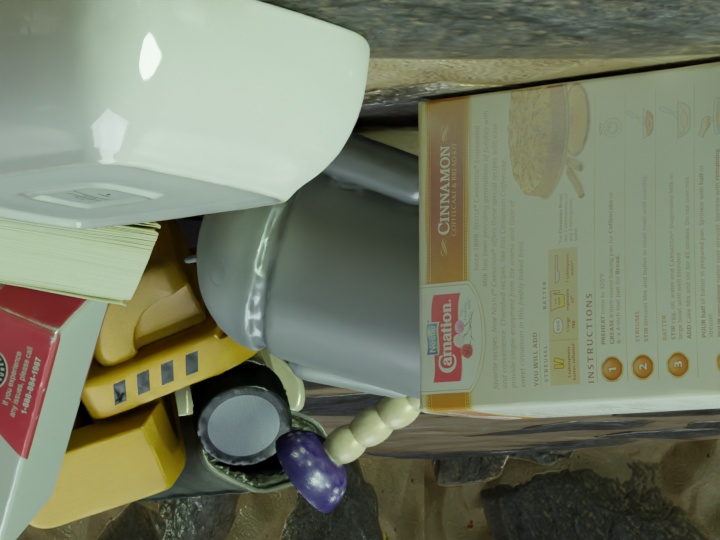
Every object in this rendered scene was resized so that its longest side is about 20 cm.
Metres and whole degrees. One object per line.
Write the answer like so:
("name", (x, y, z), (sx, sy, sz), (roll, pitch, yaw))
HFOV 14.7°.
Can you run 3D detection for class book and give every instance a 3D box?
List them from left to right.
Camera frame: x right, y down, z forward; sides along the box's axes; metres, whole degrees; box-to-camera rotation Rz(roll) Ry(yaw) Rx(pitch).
("book", (-0.208, -0.041, 1.310), (0.134, 0.048, 0.200), (31, -167, 33))

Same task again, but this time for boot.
("boot", (-0.144, 0.122, 1.751), (0.182, 0.073, 0.200), (-12, -172, -34))

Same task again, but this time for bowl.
("bowl", (-0.115, -0.066, 1.191), (0.200, 0.075, 0.200), (-6, 169, 34))

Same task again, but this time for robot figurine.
("robot figurine", (0.000, 0.000, 1.462), (0.200, 0.170, 0.113), (16, -141, 11))

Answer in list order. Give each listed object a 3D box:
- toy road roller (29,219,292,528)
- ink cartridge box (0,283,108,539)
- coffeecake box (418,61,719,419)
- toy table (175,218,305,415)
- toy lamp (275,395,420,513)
("toy road roller", (-0.143, 0.045, 1.642), (0.200, 0.146, 0.123), (-21, -148, 3))
("ink cartridge box", (-0.242, 0.037, 1.403), (0.200, 0.145, 0.083), (23, -152, 7))
("coffeecake box", (0.128, -0.011, 1.319), (0.200, 0.154, 0.073), (-5, 171, 34))
("toy table", (-0.130, 0.036, 1.824), (0.184, 0.117, 0.200), (-3, 173, 19))
("toy lamp", (0.046, 0.059, 1.535), (0.200, 0.058, 0.058), (-37, 162, 14))
